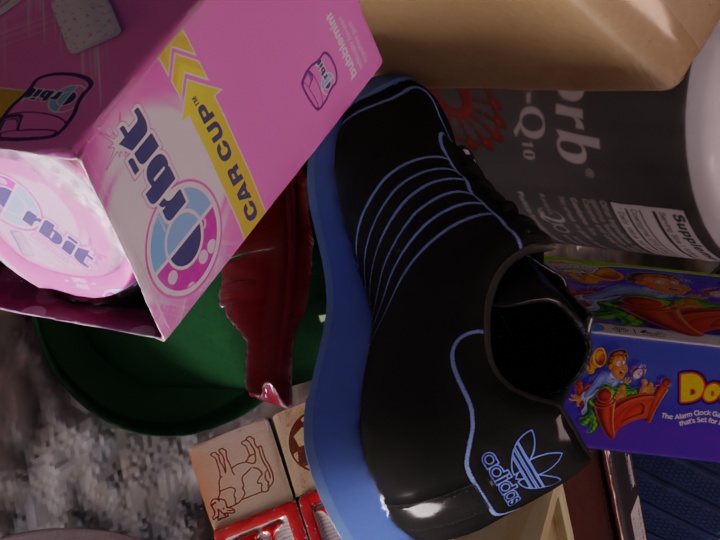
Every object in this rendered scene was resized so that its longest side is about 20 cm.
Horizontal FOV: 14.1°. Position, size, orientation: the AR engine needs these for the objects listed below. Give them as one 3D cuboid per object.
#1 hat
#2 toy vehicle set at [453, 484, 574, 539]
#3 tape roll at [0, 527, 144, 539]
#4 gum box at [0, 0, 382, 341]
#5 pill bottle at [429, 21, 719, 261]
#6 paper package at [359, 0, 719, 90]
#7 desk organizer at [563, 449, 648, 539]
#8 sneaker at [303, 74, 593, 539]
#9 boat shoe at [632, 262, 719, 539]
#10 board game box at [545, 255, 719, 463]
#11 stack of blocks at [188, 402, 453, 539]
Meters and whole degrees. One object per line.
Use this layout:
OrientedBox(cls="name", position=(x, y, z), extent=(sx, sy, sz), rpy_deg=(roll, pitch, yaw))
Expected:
OrientedBox(cls="hat", position=(0.000, 0.000, 0.961), extent=(0.200, 0.176, 0.166), rpy_deg=(-51, 133, -24))
OrientedBox(cls="toy vehicle set", position=(0.050, 0.171, 0.891), extent=(0.200, 0.026, 0.124), rpy_deg=(75, 25, -43))
OrientedBox(cls="tape roll", position=(-0.101, 0.186, 0.929), extent=(0.200, 0.066, 0.200), rpy_deg=(11, 71, -33))
OrientedBox(cls="gum box", position=(-0.111, -0.055, 0.807), extent=(0.114, 0.200, 0.066), rpy_deg=(-53, 136, -33))
OrientedBox(cls="pill bottle", position=(0.118, -0.062, 1.050), extent=(0.116, 0.200, 0.116), rpy_deg=(-11, 104, -51))
OrientedBox(cls="paper package", position=(0.006, -0.148, 0.885), extent=(0.200, 0.191, 0.104), rpy_deg=(39, 72, -30))
OrientedBox(cls="desk organizer", position=(0.085, 0.163, 1.191), extent=(0.072, 0.077, 0.200), rpy_deg=(-47, 126, -76))
OrientedBox(cls="sneaker", position=(0.030, 0.004, 0.880), extent=(0.200, 0.078, 0.070), rpy_deg=(-90, 155, -48))
OrientedBox(cls="boat shoe", position=(0.171, 0.034, 1.233), extent=(0.200, 0.072, 0.072), rpy_deg=(-63, 174, 25))
OrientedBox(cls="board game box", position=(0.161, 0.038, 1.114), extent=(0.134, 0.200, 0.045), rpy_deg=(-90, -173, -78))
OrientedBox(cls="stack of blocks", position=(0.014, 0.118, 0.987), extent=(0.200, 0.059, 0.115), rpy_deg=(41, 29, -69))
